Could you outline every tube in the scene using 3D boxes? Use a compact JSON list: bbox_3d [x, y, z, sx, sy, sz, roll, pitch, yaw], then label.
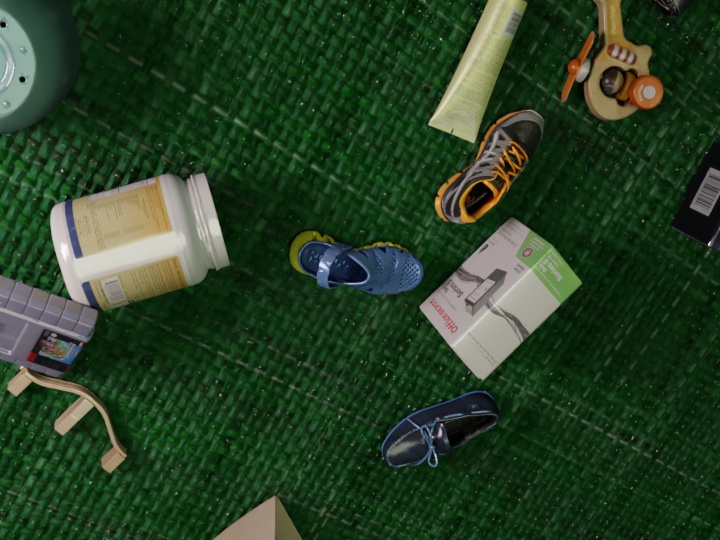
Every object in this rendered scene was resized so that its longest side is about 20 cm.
[{"bbox_3d":[0.164,-0.281,1.211,0.057,0.052,0.203,28,108,20],"label":"tube"}]

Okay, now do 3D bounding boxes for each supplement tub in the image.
[{"bbox_3d":[-0.276,-0.038,1.119,0.196,0.145,0.147,-16,113,-9],"label":"supplement tub"}]

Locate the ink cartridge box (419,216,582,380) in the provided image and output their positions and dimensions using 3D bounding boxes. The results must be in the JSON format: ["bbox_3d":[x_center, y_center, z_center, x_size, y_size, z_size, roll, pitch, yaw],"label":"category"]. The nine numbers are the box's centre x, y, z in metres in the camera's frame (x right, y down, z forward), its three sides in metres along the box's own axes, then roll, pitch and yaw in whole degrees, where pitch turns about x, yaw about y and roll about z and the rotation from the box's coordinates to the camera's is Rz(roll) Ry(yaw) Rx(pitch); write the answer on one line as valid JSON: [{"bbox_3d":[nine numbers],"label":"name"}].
[{"bbox_3d":[0.199,0.038,1.280,0.200,0.146,0.084,-44,115,3],"label":"ink cartridge box"}]

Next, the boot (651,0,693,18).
[{"bbox_3d":[0.447,-0.470,1.201,0.167,0.076,0.201,-38,121,-4],"label":"boot"}]

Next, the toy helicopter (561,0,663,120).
[{"bbox_3d":[0.346,-0.314,1.246,0.129,0.079,0.204,-9,101,-3],"label":"toy helicopter"}]

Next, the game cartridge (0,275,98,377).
[{"bbox_3d":[-0.415,0.079,1.115,0.128,0.039,0.200,26,145,-19],"label":"game cartridge"}]

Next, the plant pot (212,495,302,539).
[{"bbox_3d":[-0.166,0.507,1.335,0.174,0.201,0.202,-23,115,6],"label":"plant pot"}]

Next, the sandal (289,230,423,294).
[{"bbox_3d":[0.000,0.000,1.245,0.196,0.087,0.081,5,107,-19],"label":"sandal"}]

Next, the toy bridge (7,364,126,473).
[{"bbox_3d":[-0.400,0.198,1.236,0.067,0.027,0.200,-41,115,-1],"label":"toy bridge"}]

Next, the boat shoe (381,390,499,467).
[{"bbox_3d":[0.125,0.249,1.380,0.198,0.069,0.085,-32,115,-2],"label":"boat shoe"}]

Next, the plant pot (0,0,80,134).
[{"bbox_3d":[-0.421,-0.246,0.993,0.196,0.161,0.205,-5,111,-14],"label":"plant pot"}]

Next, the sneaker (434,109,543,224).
[{"bbox_3d":[0.194,-0.140,1.253,0.078,0.077,0.201,38,95,-23],"label":"sneaker"}]

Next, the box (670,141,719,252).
[{"bbox_3d":[0.616,-0.087,1.374,0.197,0.107,0.151,19,103,-22],"label":"box"}]
